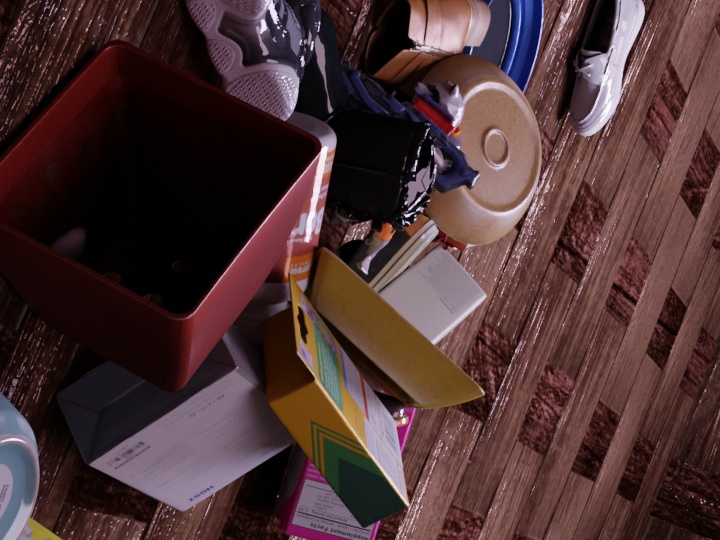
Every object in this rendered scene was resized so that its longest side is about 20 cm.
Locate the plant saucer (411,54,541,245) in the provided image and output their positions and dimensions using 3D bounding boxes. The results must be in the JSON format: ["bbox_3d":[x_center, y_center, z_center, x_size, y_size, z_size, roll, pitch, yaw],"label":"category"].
[{"bbox_3d":[0.130,-0.127,1.843,0.200,0.035,0.200,3,86,-44],"label":"plant saucer"}]

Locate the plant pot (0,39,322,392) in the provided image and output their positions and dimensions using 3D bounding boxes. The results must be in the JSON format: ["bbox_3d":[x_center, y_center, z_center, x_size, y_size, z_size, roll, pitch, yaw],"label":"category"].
[{"bbox_3d":[-0.167,-0.024,1.393,0.200,0.200,0.176,-54,164,-32],"label":"plant pot"}]

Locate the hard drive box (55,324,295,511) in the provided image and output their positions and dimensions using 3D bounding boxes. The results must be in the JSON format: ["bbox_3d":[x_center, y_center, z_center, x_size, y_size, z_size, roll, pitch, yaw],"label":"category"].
[{"bbox_3d":[-0.150,0.126,1.567,0.156,0.077,0.200,-32,153,5],"label":"hard drive box"}]

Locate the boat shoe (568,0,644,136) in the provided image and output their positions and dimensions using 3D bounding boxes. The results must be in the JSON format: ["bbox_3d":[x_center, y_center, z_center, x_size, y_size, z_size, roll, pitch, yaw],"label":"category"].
[{"bbox_3d":[0.315,-0.279,2.341,0.068,0.072,0.200,17,100,-44],"label":"boat shoe"}]

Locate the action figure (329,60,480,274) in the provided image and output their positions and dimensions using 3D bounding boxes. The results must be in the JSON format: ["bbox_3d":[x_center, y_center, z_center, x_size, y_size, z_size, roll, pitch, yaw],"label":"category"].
[{"bbox_3d":[0.019,-0.125,1.749,0.193,0.200,0.105,-42,172,8],"label":"action figure"}]

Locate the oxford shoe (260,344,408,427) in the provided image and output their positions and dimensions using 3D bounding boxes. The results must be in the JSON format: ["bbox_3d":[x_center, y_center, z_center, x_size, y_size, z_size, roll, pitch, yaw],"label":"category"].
[{"bbox_3d":[-0.045,0.103,1.707,0.071,0.200,0.073,-20,125,-75],"label":"oxford shoe"}]

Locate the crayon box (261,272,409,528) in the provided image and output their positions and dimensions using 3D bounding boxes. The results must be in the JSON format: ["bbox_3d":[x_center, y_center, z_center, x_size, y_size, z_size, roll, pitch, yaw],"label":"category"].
[{"bbox_3d":[-0.031,0.116,1.569,0.200,0.052,0.126,57,13,-30],"label":"crayon box"}]

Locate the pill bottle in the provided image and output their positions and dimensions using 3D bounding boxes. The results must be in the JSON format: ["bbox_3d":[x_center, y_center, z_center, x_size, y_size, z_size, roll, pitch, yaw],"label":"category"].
[{"bbox_3d":[-0.091,-0.041,1.608,0.112,0.112,0.200,-24,128,-58],"label":"pill bottle"}]

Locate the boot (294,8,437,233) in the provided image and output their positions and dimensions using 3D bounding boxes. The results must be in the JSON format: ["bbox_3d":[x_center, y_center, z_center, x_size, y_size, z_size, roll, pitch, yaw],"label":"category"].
[{"bbox_3d":[-0.006,-0.140,1.650,0.073,0.162,0.198,-26,130,-54],"label":"boot"}]

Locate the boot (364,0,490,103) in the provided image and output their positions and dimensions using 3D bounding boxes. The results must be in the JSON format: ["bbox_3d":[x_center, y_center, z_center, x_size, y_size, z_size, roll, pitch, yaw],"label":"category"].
[{"bbox_3d":[0.061,-0.200,1.860,0.155,0.077,0.200,-9,127,-55],"label":"boot"}]

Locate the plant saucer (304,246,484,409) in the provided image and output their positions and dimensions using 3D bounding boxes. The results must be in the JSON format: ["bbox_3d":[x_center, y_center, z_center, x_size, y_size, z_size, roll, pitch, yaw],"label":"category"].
[{"bbox_3d":[0.014,0.068,1.685,0.048,0.200,0.200,-49,-177,-8],"label":"plant saucer"}]

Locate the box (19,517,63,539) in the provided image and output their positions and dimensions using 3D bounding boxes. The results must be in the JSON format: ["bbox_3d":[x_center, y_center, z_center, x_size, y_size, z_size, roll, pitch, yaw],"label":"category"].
[{"bbox_3d":[-0.294,0.274,1.505,0.117,0.048,0.200,-63,156,-15],"label":"box"}]

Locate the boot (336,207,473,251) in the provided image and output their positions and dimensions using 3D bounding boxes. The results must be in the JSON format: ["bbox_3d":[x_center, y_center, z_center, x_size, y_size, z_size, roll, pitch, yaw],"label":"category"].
[{"bbox_3d":[0.069,-0.067,1.872,0.200,0.107,0.075,-10,156,-32],"label":"boot"}]

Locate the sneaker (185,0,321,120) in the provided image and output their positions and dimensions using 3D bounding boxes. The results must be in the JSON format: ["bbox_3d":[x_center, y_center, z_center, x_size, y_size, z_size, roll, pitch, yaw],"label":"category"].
[{"bbox_3d":[-0.091,-0.234,1.523,0.114,0.075,0.200,-66,149,-46],"label":"sneaker"}]

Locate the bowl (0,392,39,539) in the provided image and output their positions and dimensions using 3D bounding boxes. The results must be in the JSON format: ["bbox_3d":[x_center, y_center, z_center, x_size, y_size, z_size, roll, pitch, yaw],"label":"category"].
[{"bbox_3d":[-0.314,0.159,1.306,0.201,0.105,0.201,-44,145,-42],"label":"bowl"}]

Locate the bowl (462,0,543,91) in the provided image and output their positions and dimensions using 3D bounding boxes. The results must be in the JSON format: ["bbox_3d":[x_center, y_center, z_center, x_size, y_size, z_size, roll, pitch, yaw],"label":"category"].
[{"bbox_3d":[0.150,-0.253,2.041,0.201,0.039,0.201,-46,146,-43],"label":"bowl"}]

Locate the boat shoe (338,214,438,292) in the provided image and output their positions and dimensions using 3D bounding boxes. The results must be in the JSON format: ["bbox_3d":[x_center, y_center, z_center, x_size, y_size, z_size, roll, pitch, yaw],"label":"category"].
[{"bbox_3d":[0.000,0.000,1.841,0.200,0.062,0.075,-47,176,33],"label":"boat shoe"}]

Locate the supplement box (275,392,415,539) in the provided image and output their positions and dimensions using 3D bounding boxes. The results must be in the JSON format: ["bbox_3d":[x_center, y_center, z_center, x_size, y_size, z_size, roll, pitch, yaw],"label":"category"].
[{"bbox_3d":[-0.014,0.191,1.917,0.101,0.103,0.200,-132,-120,-78],"label":"supplement box"}]

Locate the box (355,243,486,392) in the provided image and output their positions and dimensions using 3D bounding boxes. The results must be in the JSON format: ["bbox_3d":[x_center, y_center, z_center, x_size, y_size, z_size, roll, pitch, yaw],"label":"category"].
[{"bbox_3d":[0.039,0.060,1.851,0.200,0.082,0.068,-37,174,-41],"label":"box"}]
